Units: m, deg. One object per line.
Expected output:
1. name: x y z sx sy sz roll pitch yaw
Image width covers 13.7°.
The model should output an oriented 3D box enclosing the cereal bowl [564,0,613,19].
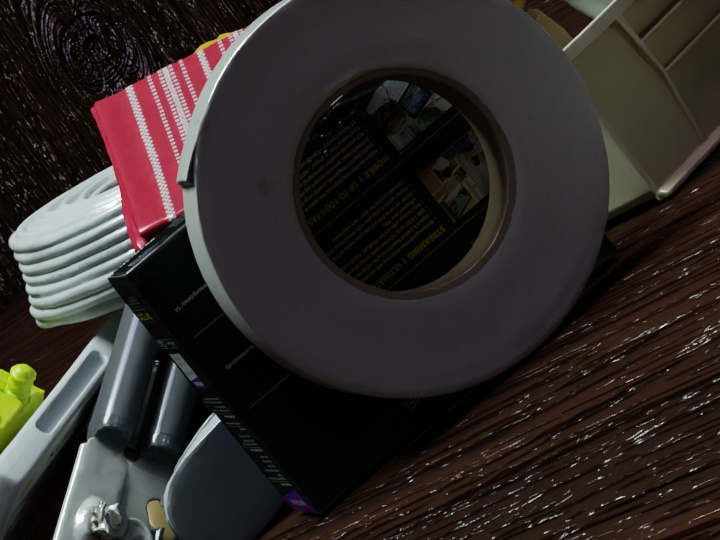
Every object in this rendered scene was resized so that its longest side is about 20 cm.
1. cereal bowl: 0.156 -0.199 1.720 0.083 0.200 0.200 -56 14 -24

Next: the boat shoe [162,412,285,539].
1. boat shoe: -0.024 0.058 1.505 0.200 0.074 0.068 -53 10 -1

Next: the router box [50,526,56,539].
1. router box: -0.175 0.113 1.971 0.157 0.052 0.200 -41 8 -16

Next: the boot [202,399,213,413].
1. boot: -0.030 -0.002 1.552 0.200 0.097 0.075 -36 38 23

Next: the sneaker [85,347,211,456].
1. sneaker: -0.097 0.043 1.687 0.200 0.075 0.088 -33 -47 -69

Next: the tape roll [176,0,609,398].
1. tape roll: 0.016 -0.040 1.400 0.203 0.203 0.037 -40 8 -10

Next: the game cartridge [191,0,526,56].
1. game cartridge: -0.007 -0.131 1.708 0.199 0.033 0.176 -13 13 9

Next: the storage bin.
1. storage bin: 0.129 -0.098 1.612 0.199 0.094 0.200 -45 9 -35

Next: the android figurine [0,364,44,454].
1. android figurine: -0.227 0.138 1.708 0.200 0.041 0.182 -66 -6 35

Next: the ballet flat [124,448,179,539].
1. ballet flat: -0.130 0.124 1.652 0.069 0.063 0.200 -41 8 -2

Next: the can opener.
1. can opener: -0.121 0.086 1.561 0.066 0.053 0.201 -43 28 54

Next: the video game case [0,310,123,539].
1. video game case: -0.193 0.141 1.684 0.200 0.023 0.182 -63 -4 32

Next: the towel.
1. towel: -0.043 -0.089 1.581 0.199 0.023 0.145 -26 37 1

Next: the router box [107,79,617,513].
1. router box: 0.002 -0.003 1.444 0.200 0.149 0.051 -40 8 -12

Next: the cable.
1. cable: -0.107 -0.036 1.730 0.200 0.069 0.200 -30 10 -21
